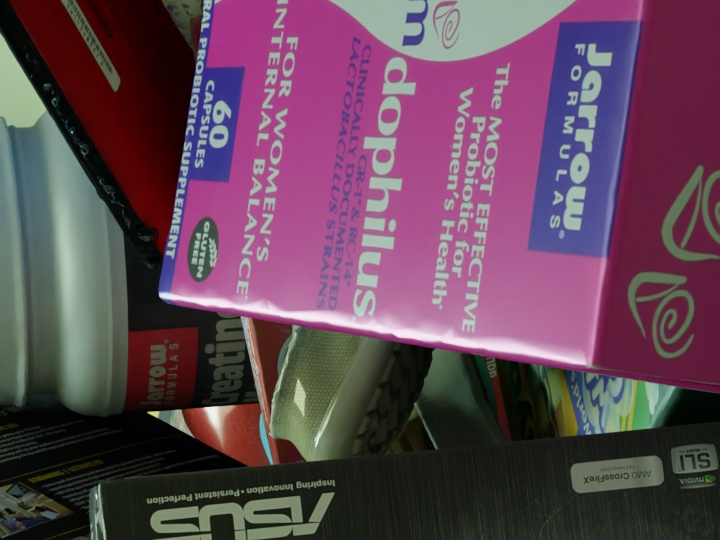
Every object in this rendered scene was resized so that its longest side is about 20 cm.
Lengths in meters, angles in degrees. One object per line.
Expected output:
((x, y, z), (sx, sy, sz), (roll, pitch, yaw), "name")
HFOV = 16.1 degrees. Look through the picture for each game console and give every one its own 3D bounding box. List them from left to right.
((-0.138, -0.113, 0.971), (0.173, 0.118, 0.200), (-76, -34, -47), "game console")

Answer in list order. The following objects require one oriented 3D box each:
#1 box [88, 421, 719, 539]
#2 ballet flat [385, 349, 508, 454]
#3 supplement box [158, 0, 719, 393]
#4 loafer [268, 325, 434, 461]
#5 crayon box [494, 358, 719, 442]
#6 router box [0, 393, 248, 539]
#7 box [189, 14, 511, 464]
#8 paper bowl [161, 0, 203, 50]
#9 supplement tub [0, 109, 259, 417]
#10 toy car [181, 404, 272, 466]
((0.038, 0.122, 0.631), (0.048, 0.199, 0.159), (119, 146, -76), "box")
((0.021, 0.069, 0.783), (0.200, 0.064, 0.068), (-118, 27, -63), "ballet flat")
((0.044, -0.028, 0.622), (0.200, 0.103, 0.102), (6, 87, 57), "supplement box")
((-0.004, -0.031, 0.783), (0.076, 0.068, 0.200), (84, -164, -63), "loafer")
((0.081, 0.020, 0.760), (0.200, 0.051, 0.126), (104, 159, -58), "crayon box")
((-0.119, 0.109, 1.076), (0.200, 0.149, 0.051), (-10, -58, -61), "router box")
((0.000, 0.000, 0.963), (0.100, 0.095, 0.200), (-105, 5, -46), "box")
((-0.029, -0.176, 0.999), (0.201, 0.104, 0.201), (-19, -90, -77), "paper bowl")
((-0.070, -0.009, 1.119), (0.140, 0.199, 0.141), (176, 90, -79), "supplement tub")
((-0.101, 0.099, 1.311), (0.184, 0.199, 0.177), (-122, 30, -66), "toy car")
